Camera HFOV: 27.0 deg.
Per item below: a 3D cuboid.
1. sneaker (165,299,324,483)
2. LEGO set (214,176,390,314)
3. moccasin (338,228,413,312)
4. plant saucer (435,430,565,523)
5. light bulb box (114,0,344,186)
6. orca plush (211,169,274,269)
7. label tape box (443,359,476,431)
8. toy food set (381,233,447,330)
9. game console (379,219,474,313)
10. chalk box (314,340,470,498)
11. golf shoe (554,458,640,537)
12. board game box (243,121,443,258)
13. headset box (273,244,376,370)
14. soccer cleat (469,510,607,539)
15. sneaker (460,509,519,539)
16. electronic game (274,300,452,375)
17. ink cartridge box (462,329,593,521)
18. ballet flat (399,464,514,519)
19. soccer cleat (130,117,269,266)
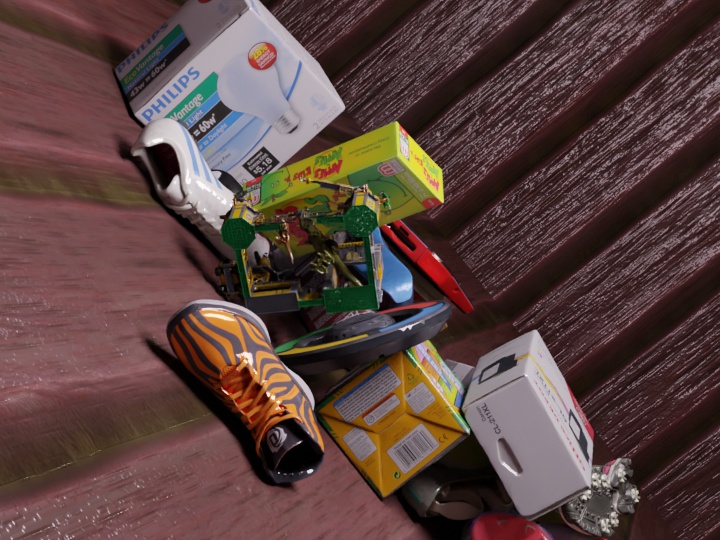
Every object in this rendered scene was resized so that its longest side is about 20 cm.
[{"bbox_3d":[-0.088,0.111,1.318,0.200,0.077,0.112,44,11,-37],"label":"sneaker"},{"bbox_3d":[-0.054,-0.032,1.615,0.116,0.198,0.155,-82,156,-63],"label":"LEGO set"},{"bbox_3d":[0.000,0.000,1.736,0.200,0.080,0.069,-121,-158,-53],"label":"moccasin"},{"bbox_3d":[0.174,0.270,1.870,0.200,0.048,0.199,43,-12,-23],"label":"plant saucer"},{"bbox_3d":[-0.163,-0.228,1.875,0.200,0.198,0.125,42,11,-38],"label":"light bulb box"},{"bbox_3d":[-0.132,-0.060,1.775,0.105,0.071,0.200,43,12,-39],"label":"orca plush"},{"bbox_3d":[0.150,0.180,1.874,0.144,0.063,0.200,43,-12,-19],"label":"label tape box"},{"bbox_3d":[0.034,-0.010,1.938,0.198,0.049,0.200,47,5,29],"label":"toy food set"},{"bbox_3d":[0.057,-0.038,1.859,0.200,0.031,0.177,47,3,25],"label":"game console"},{"bbox_3d":[0.044,0.148,1.668,0.124,0.125,0.200,52,9,-1],"label":"chalk box"},{"bbox_3d":[0.254,0.265,1.718,0.200,0.087,0.078,1,78,-64],"label":"golf shoe"},{"bbox_3d":[-0.020,-0.085,1.645,0.102,0.199,0.048,41,38,-46],"label":"board game box"},{"bbox_3d":[-0.024,0.042,1.885,0.200,0.077,0.149,55,10,30],"label":"headset box"},{"bbox_3d":[0.200,0.306,1.675,0.199,0.067,0.076,17,8,-23],"label":"soccer cleat"},{"bbox_3d":[0.199,0.351,1.763,0.199,0.080,0.130,41,19,-2],"label":"sneaker"},{"bbox_3d":[-0.001,0.067,1.567,0.200,0.198,0.042,-44,117,-81],"label":"electronic game"},{"bbox_3d":[0.190,0.168,1.662,0.146,0.082,0.200,60,14,-6],"label":"ink cartridge box"},{"bbox_3d":[0.132,0.256,1.692,0.199,0.068,0.064,6,29,-37],"label":"ballet flat"},{"bbox_3d":[-0.182,-0.076,1.661,0.200,0.070,0.086,52,31,-8],"label":"soccer cleat"}]
